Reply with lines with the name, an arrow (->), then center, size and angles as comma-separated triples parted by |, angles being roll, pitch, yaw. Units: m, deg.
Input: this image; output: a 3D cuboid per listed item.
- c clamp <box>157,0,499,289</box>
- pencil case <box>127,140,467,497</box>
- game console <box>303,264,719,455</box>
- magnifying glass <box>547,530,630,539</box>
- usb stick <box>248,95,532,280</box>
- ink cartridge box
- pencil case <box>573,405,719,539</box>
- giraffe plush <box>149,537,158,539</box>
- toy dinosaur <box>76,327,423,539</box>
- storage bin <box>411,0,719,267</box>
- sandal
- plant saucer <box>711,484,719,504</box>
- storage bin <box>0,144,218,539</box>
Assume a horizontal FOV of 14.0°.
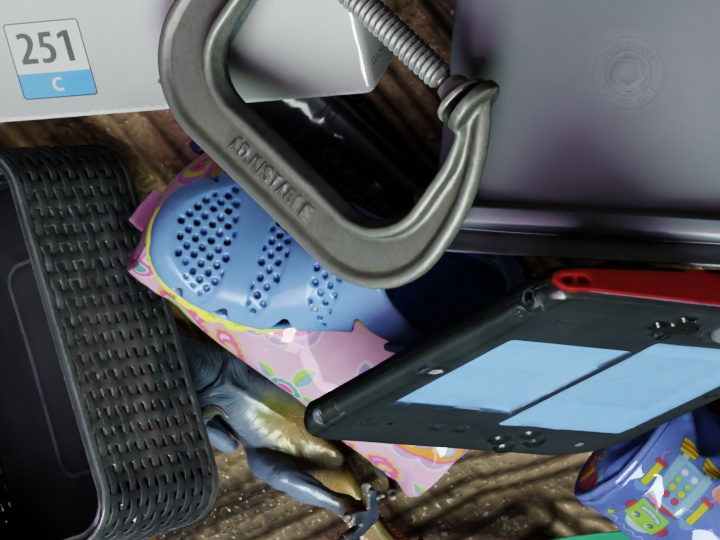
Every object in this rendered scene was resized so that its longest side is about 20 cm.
c clamp -> -0.012, -0.098, 1.285 | 0.200, 0.027, 0.171 | 49, 117, 14
pencil case -> -0.022, 0.022, 1.438 | 0.200, 0.087, 0.087 | 38, 129, -8
game console -> 0.097, 0.044, 1.321 | 0.177, 0.031, 0.200 | 1, 159, -36
magnifying glass -> 0.072, 0.161, 1.552 | 0.200, 0.022, 0.080 | -8, 166, 17
usb stick -> 0.003, -0.044, 1.441 | 0.200, 0.033, 0.055 | 42, 124, -16
ink cartridge box -> -0.099, -0.162, 1.352 | 0.200, 0.045, 0.176 | -4, 117, 21
pencil case -> 0.202, 0.139, 1.488 | 0.200, 0.087, 0.078 | 40, 127, -14
giraffe plush -> -0.169, 0.149, 1.595 | 0.162, 0.173, 0.200 | -27, 81, 22
toy dinosaur -> -0.065, 0.082, 1.533 | 0.181, 0.105, 0.200 | 25, 145, 22
storage bin -> 0.130, -0.081, 1.315 | 0.200, 0.146, 0.134 | 5, 102, 15
sandal -> 0.000, 0.000, 1.360 | 0.200, 0.080, 0.087 | 12, 173, -12
plant saucer -> 0.305, 0.101, 1.395 | 0.200, 0.037, 0.200 | 20, 138, -38
storage bin -> -0.169, 0.047, 1.463 | 0.135, 0.094, 0.200 | -22, 80, 34
